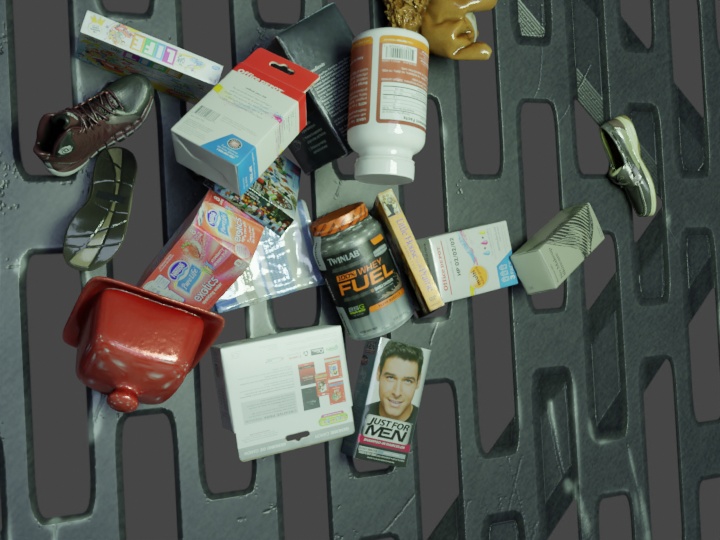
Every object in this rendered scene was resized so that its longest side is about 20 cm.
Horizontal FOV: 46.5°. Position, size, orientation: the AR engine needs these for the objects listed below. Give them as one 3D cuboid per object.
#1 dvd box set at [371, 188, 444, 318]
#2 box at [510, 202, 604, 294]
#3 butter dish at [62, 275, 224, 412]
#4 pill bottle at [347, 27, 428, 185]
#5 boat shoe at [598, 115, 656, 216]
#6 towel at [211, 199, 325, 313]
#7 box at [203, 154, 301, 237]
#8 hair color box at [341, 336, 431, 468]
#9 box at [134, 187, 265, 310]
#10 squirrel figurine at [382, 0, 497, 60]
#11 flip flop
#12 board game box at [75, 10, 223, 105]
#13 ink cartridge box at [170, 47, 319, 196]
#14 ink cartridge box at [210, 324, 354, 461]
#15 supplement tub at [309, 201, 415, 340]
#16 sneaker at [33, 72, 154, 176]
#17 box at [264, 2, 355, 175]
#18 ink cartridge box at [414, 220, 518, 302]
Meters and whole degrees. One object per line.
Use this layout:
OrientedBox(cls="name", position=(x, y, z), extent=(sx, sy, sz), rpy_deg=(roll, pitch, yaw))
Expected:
OrientedBox(cls="dvd box set", position=(0.074, -0.023, 1.359), extent=(0.029, 0.146, 0.201), rpy_deg=(-24, 85, -6))
OrientedBox(cls="box", position=(0.356, -0.041, 1.503), extent=(0.200, 0.068, 0.083), rpy_deg=(-39, 106, -40))
OrientedBox(cls="butter dish", position=(-0.317, 0.127, 1.170), extent=(0.199, 0.200, 0.149), rpy_deg=(21, 48, -20))
OrientedBox(cls="pill bottle", position=(0.038, -0.227, 1.179), extent=(0.111, 0.112, 0.202), rpy_deg=(5, 85, -22))
OrientedBox(cls="boat shoe", position=(0.507, -0.194, 1.609), extent=(0.066, 0.072, 0.202), rpy_deg=(-19, 94, -12))
OrientedBox(cls="towel", position=(-0.159, -0.024, 1.350), extent=(0.199, 0.024, 0.148), rpy_deg=(-16, 93, -22))
OrientedBox(cls="box", position=(-0.158, -0.143, 1.270), extent=(0.136, 0.200, 0.038), rpy_deg=(35, 112, -18))
OrientedBox(cls="hair color box", position=(0.043, 0.218, 1.404), extent=(0.098, 0.061, 0.202), rpy_deg=(16, 81, -21))
OrientedBox(cls="box", position=(-0.239, -0.008, 1.217), extent=(0.102, 0.200, 0.095), rpy_deg=(34, 37, -17))
OrientedBox(cls="squirrel figurine", position=(0.129, -0.464, 1.406), extent=(0.198, 0.142, 0.188), rpy_deg=(1, 121, 4))
OrientedBox(cls="flip flop", position=(-0.383, -0.089, 1.248), extent=(0.081, 0.058, 0.202), rpy_deg=(16, 67, -16))
OrientedBox(cls="board game box", position=(-0.314, -0.308, 1.238), extent=(0.199, 0.134, 0.034), rpy_deg=(19, 81, -20))
OrientedBox(cls="ink cartridge box", position=(-0.154, -0.211, 1.162), extent=(0.116, 0.067, 0.200), rpy_deg=(28, 59, 16))
OrientedBox(cls="ink cartridge box", position=(-0.122, 0.189, 1.324), extent=(0.198, 0.084, 0.177), rpy_deg=(-9, 91, -22))
OrientedBox(cls="supplement tub", position=(0.000, 0.000, 1.354), extent=(0.122, 0.122, 0.201), rpy_deg=(-28, 103, -21))
OrientedBox(cls="sneaker", position=(-0.383, -0.217, 1.195), extent=(0.076, 0.116, 0.200), rpy_deg=(45, 85, 4))
OrientedBox(cls="box", position=(-0.064, -0.275, 1.305), extent=(0.117, 0.196, 0.201), rpy_deg=(-36, 101, -20))
OrientedBox(cls="ink cartridge box", position=(0.165, -0.010, 1.458), extent=(0.199, 0.068, 0.116), rpy_deg=(-14, 93, -22))
